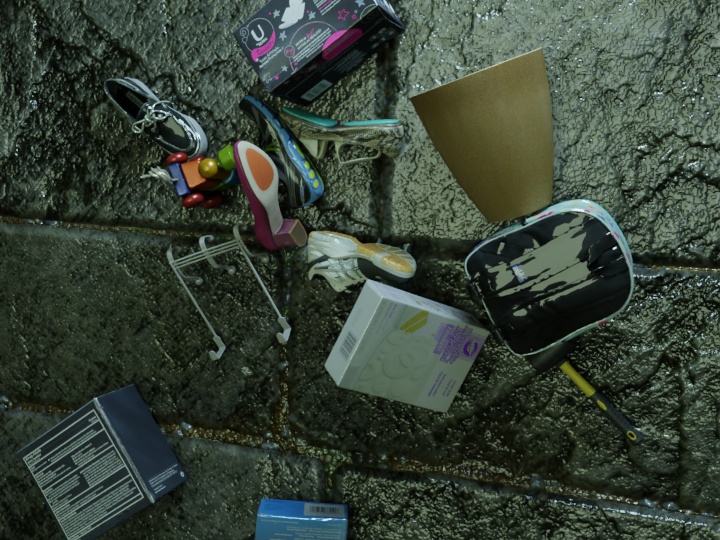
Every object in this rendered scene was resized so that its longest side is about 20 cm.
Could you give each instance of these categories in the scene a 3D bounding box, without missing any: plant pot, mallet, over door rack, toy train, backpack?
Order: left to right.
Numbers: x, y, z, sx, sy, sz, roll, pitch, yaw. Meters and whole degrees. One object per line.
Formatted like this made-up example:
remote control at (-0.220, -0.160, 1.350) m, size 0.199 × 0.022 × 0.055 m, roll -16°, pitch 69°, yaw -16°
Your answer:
toy train at (-0.235, -0.154, 1.184) m, size 0.115 × 0.200 × 0.085 m, roll -23°, pitch 88°, yaw 15°
over door rack at (-0.210, 0.033, 1.266) m, size 0.147 × 0.067 × 0.201 m, roll -17°, pitch 103°, yaw 23°
plant pot at (0.185, -0.174, 1.061) m, size 0.186 × 0.186 × 0.201 m, roll -16°, pitch 101°, yaw 19°
backpack at (0.264, 0.002, 1.052) m, size 0.200 × 0.151 × 0.178 m, roll -28°, pitch 93°, yaw 28°
mallet at (0.332, 0.163, 1.109) m, size 0.200 × 0.041 × 0.066 m, roll 39°, pitch 109°, yaw 7°

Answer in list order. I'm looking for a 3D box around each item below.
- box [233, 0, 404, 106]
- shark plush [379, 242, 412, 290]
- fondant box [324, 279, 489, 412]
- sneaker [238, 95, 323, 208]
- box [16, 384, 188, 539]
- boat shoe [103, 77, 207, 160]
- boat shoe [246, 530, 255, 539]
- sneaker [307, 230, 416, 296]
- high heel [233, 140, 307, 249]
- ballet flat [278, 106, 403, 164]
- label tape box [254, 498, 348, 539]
box at (-0.059, -0.352, 1.139) m, size 0.200 × 0.132 × 0.115 m, roll -33°, pitch 81°, yaw 18°
shark plush at (0.058, 0.061, 1.196) m, size 0.083 × 0.091 × 0.201 m, roll 7°, pitch 76°, yaw -1°
fondant box at (0.068, 0.112, 1.116) m, size 0.145 × 0.199 × 0.058 m, roll -64°, pitch 32°, yaw 13°
sneaker at (-0.136, -0.185, 1.213) m, size 0.083 × 0.071 × 0.200 m, roll -32°, pitch 88°, yaw 13°
box at (-0.441, 0.336, 1.340) m, size 0.200 × 0.123 × 0.199 m, roll -33°, pitch 86°, yaw 17°
boat shoe at (-0.339, -0.251, 1.277) m, size 0.199 × 0.068 × 0.074 m, roll 45°, pitch 107°, yaw 10°
boat shoe at (-0.187, 0.498, 1.304) m, size 0.074 × 0.063 × 0.201 m, roll 45°, pitch 105°, yaw 12°
sneaker at (0.000, 0.000, 1.173) m, size 0.200 × 0.075 × 0.088 m, roll 17°, pitch 103°, yaw 41°
high heel at (-0.163, -0.109, 1.187) m, size 0.096 × 0.067 × 0.200 m, roll 1°, pitch 130°, yaw 36°
ballet flat at (-0.034, -0.200, 1.184) m, size 0.199 × 0.068 × 0.076 m, roll 10°, pitch 108°, yaw 14°
label tape box at (-0.100, 0.476, 1.246) m, size 0.144 × 0.063 × 0.201 m, roll 5°, pitch 97°, yaw -3°
